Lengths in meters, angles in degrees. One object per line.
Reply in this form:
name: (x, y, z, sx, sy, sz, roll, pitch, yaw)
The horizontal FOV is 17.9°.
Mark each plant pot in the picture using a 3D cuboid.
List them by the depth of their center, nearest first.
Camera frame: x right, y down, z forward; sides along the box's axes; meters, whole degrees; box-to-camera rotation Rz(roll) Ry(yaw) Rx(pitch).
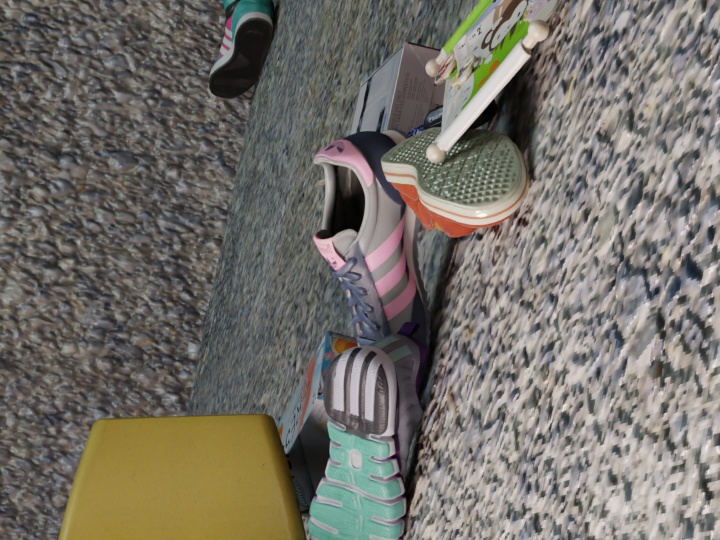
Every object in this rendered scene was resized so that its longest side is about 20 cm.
plant pot: (-0.128, 0.210, 1.716, 0.200, 0.199, 0.177, 88, 180, -70)

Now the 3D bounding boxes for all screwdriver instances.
screwdriver: (0.027, -0.096, 1.677, 0.200, 0.028, 0.029, -16, 94, 47)

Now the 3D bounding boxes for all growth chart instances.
growth chart: (0.088, -0.153, 1.545, 0.145, 0.018, 0.200, -53, 13, 23)

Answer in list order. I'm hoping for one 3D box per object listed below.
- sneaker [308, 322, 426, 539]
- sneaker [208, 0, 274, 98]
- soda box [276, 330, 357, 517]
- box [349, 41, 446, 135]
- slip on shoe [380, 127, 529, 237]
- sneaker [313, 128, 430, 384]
sneaker: (0.018, 0.137, 1.624, 0.087, 0.074, 0.201, -31, -45, -50)
sneaker: (-0.189, -0.372, 3.585, 0.200, 0.083, 0.121, 124, 154, -47)
soda box: (-0.024, 0.127, 1.808, 0.200, 0.068, 0.064, 117, 164, -55)
box: (0.033, -0.103, 1.811, 0.200, 0.060, 0.117, 157, 125, -80)
slip on shoe: (0.069, -0.054, 1.527, 0.061, 0.074, 0.200, 60, 170, -15)
sneaker: (0.000, 0.000, 1.649, 0.070, 0.082, 0.201, -1, 95, 50)
